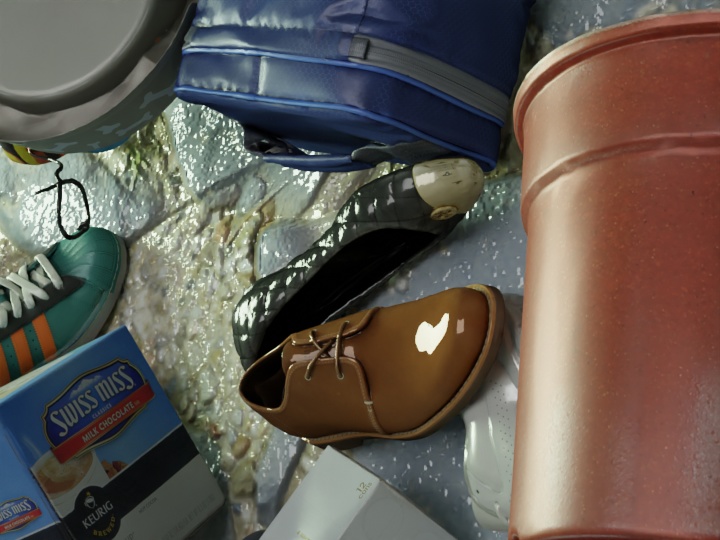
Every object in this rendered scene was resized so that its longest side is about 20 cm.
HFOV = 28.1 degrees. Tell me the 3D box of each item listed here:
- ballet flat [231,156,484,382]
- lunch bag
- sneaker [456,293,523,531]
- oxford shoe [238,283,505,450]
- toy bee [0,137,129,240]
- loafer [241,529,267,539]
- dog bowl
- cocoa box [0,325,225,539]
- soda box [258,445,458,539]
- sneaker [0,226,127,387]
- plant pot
[{"bbox_3d":[0.000,0.000,0.822,0.200,0.066,0.057,-38,48,35],"label":"ballet flat"},{"bbox_3d":[-0.012,-0.123,0.819,0.200,0.136,0.133,10,83,44],"label":"lunch bag"},{"bbox_3d":[0.104,0.108,0.708,0.099,0.078,0.200,-54,41,23],"label":"sneaker"},{"bbox_3d":[0.000,0.052,0.765,0.200,0.071,0.072,-30,46,49],"label":"oxford shoe"},{"bbox_3d":[-0.214,-0.119,0.975,0.108,0.200,0.131,4,122,17],"label":"toy bee"},{"bbox_3d":[-0.098,0.230,0.792,0.063,0.072,0.200,34,65,27],"label":"loafer"},{"bbox_3d":[-0.181,-0.164,0.891,0.199,0.059,0.201,-5,72,16],"label":"dog bowl"},{"bbox_3d":[-0.214,0.143,0.887,0.200,0.133,0.132,-26,96,33],"label":"cocoa box"},{"bbox_3d":[-0.041,0.196,0.752,0.200,0.068,0.064,-54,28,-9],"label":"soda box"},{"bbox_3d":[-0.248,0.040,0.993,0.200,0.080,0.071,-46,51,3],"label":"sneaker"},{"bbox_3d":[0.145,0.034,0.576,0.200,0.201,0.196,-6,62,39],"label":"plant pot"}]
